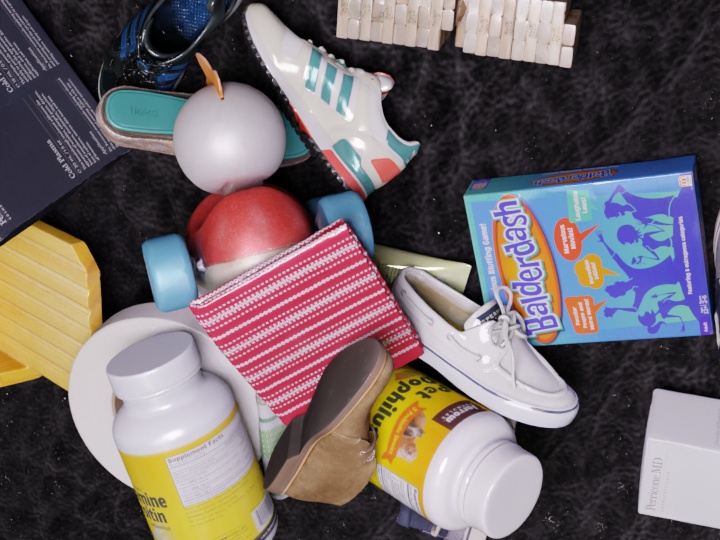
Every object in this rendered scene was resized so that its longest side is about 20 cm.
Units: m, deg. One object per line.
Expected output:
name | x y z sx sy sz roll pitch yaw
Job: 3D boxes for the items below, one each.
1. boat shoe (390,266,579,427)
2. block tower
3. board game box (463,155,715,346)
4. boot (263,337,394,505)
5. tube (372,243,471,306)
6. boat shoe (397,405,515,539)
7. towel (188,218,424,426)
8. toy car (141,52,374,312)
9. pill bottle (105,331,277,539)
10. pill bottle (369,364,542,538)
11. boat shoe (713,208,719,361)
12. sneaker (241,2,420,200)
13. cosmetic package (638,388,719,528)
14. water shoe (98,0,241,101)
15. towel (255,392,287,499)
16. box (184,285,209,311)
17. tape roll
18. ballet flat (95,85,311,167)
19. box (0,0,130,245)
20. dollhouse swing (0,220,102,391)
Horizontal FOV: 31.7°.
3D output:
boat shoe | 0.112 0.055 1.115 0.201 0.074 0.086 34 125 24
block tower | 0.083 -0.215 1.058 0.199 0.058 0.054 10 116 12
board game box | 0.202 -0.013 1.115 0.199 0.045 0.153 -5 112 22
boot | -0.010 0.130 1.064 0.075 0.074 0.200 23 132 -12
tube | 0.000 0.000 1.189 0.199 0.058 0.052 16 75 5
boat shoe | 0.091 0.179 1.211 0.092 0.075 0.201 13 118 4
towel | -0.039 0.049 1.049 0.144 0.023 0.200 -29 139 2
toy car | -0.106 -0.085 1.074 0.183 0.177 0.201 -14 94 -9
pill bottle | -0.152 0.161 1.117 0.111 0.112 0.201 -10 111 21
pill bottle | 0.061 0.156 1.120 0.199 0.109 0.110 26 124 41
boat shoe | 0.336 0.036 1.066 0.074 0.093 0.201 -5 112 20
sneaker | -0.024 -0.161 1.118 0.093 0.070 0.200 -33 90 -6
cosmetic package | 0.352 0.179 1.128 0.199 0.074 0.102 7 129 14
water shoe | -0.185 -0.204 1.135 0.071 0.079 0.200 43 119 -4
towel | -0.033 0.108 1.169 0.031 0.149 0.201 31 140 33
box | -0.162 0.091 1.250 0.124 0.098 0.200 36 119 -2
tape roll | -0.178 0.127 1.194 0.201 0.037 0.204 7 116 14
ballet flat | -0.142 -0.129 1.156 0.199 0.069 0.067 11 164 -15
box | -0.347 -0.132 1.149 0.104 0.182 0.200 -28 102 42
dollhouse swing | -0.370 0.041 1.244 0.176 0.181 0.201 36 130 48
